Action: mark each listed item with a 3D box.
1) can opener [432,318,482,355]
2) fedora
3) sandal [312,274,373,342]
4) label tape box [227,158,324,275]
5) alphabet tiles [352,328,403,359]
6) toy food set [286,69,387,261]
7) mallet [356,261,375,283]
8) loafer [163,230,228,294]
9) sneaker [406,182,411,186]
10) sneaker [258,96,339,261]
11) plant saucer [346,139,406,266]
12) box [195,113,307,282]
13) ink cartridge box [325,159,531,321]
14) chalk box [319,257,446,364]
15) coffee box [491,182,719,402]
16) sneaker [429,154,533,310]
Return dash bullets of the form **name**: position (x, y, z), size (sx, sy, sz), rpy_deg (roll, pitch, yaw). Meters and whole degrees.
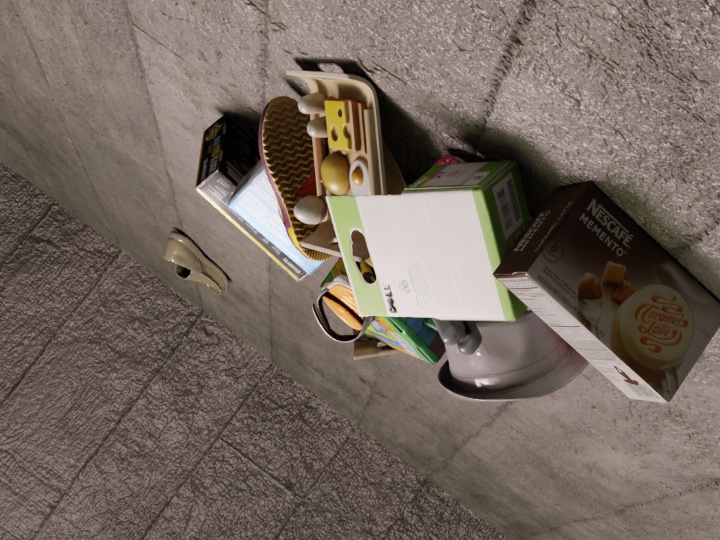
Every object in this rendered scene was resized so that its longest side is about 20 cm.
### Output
- **can opener**: position (0.110, 0.024, 1.716), size (0.053, 0.067, 0.200), rpy_deg (30, -163, -24)
- **fedora**: position (0.176, 0.084, 1.736), size (0.199, 0.176, 0.091), rpy_deg (2, 119, 51)
- **sandal**: position (-0.027, 0.053, 1.788), size (0.079, 0.059, 0.207), rpy_deg (36, 169, 4)
- **label tape box**: position (-0.052, -0.108, 1.786), size (0.144, 0.063, 0.200), rpy_deg (40, 126, -12)
- **alphabet tiles**: position (0.071, 0.087, 2.022), size (0.200, 0.165, 0.008), rpy_deg (-95, -5, -79)
- **toy food set**: position (-0.035, -0.119, 1.563), size (0.143, 0.060, 0.202), rpy_deg (15, 114, 59)
- **mallet**: position (0.000, 0.000, 1.693), size (0.066, 0.041, 0.200), rpy_deg (31, -164, -10)
- **loafer**: position (-0.353, -0.005, 3.006), size (0.075, 0.069, 0.200), rpy_deg (23, 161, 46)
- **sneaker**: position (0.071, -0.039, 1.666), size (0.199, 0.088, 0.076), rpy_deg (24, 139, 34)
- **sneaker**: position (-0.081, -0.108, 1.710), size (0.090, 0.074, 0.202), rpy_deg (-169, 64, -75)
- **plant saucer**: position (0.008, -0.078, 1.636), size (0.201, 0.035, 0.201), rpy_deg (57, 160, 34)
- **box**: position (-0.136, -0.101, 1.944), size (0.200, 0.049, 0.160), rpy_deg (43, -155, -26)
- **ink cartridge box**: position (0.077, -0.030, 1.479), size (0.198, 0.076, 0.149), rpy_deg (0, 116, 37)
- **chalk box**: position (0.067, 0.031, 1.879), size (0.199, 0.125, 0.124), rpy_deg (19, 158, 51)
- **coffee box**: position (0.245, 0.023, 1.392), size (0.200, 0.115, 0.080), rpy_deg (41, 167, -14)
- **sneaker**: position (0.148, -0.043, 1.525), size (0.200, 0.075, 0.081), rpy_deg (48, 126, 1)
